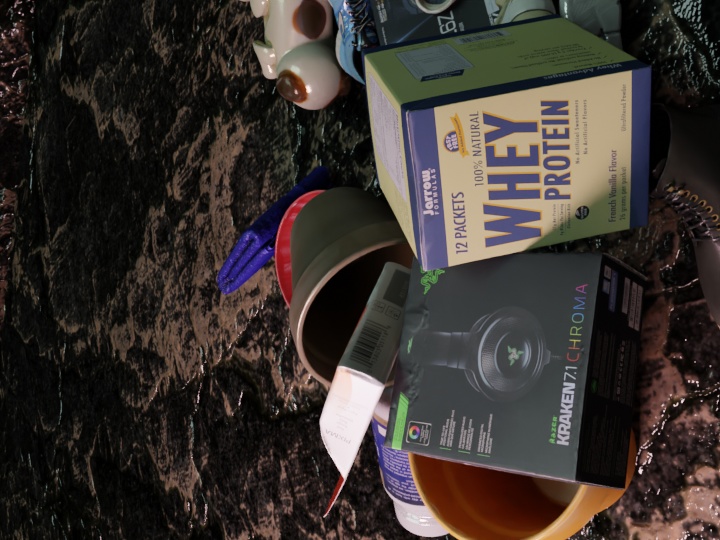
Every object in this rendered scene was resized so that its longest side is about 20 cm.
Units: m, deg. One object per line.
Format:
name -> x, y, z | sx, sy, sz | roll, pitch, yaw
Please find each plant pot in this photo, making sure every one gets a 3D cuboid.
plant pot -> 0.176, 0.167, 0.866 | 0.198, 0.182, 0.204 | -14, 67, 37
plant pot -> 0.000, 0.000, 0.990 | 0.202, 0.197, 0.174 | -67, 32, 30

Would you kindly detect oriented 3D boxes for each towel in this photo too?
towel -> -0.120, -0.055, 1.302 | 0.049, 0.200, 0.148 | 40, 136, 2

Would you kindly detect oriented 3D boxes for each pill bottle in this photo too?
pill bottle -> 0.075, 0.207, 1.048 | 0.115, 0.115, 0.203 | 33, 141, 48

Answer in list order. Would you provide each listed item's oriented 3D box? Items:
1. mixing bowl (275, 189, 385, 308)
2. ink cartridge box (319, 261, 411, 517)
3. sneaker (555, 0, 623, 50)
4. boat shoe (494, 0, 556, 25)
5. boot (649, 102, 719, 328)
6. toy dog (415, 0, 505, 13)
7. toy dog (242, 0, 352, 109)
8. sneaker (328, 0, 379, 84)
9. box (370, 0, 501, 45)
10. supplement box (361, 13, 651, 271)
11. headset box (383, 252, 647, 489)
mixing bowl -> -0.009, -0.012, 1.186 | 0.198, 0.108, 0.204 | 11, 107, 38
ink cartridge box -> -0.003, 0.114, 0.866 | 0.163, 0.050, 0.202 | -63, -3, -51
sneaker -> 0.235, -0.197, 0.910 | 0.082, 0.076, 0.204 | -114, 19, -81
boat shoe -> 0.170, -0.218, 0.946 | 0.201, 0.073, 0.069 | 99, 170, -62
boot -> 0.286, -0.043, 0.767 | 0.077, 0.137, 0.204 | -12, 82, 53
toy dog -> 0.134, -0.345, 0.952 | 0.198, 0.096, 0.134 | 17, 91, 29
toy dog -> -0.076, -0.331, 1.274 | 0.193, 0.138, 0.203 | -15, 86, 57
sneaker -> 0.004, -0.327, 1.151 | 0.090, 0.077, 0.202 | -118, 10, -45
box -> 0.095, -0.311, 1.050 | 0.158, 0.043, 0.203 | -18, 75, 25
supplement box -> 0.118, -0.120, 0.776 | 0.200, 0.197, 0.136 | -110, 10, -61
headset box -> 0.123, 0.078, 0.753 | 0.198, 0.092, 0.177 | 1, 77, 42
